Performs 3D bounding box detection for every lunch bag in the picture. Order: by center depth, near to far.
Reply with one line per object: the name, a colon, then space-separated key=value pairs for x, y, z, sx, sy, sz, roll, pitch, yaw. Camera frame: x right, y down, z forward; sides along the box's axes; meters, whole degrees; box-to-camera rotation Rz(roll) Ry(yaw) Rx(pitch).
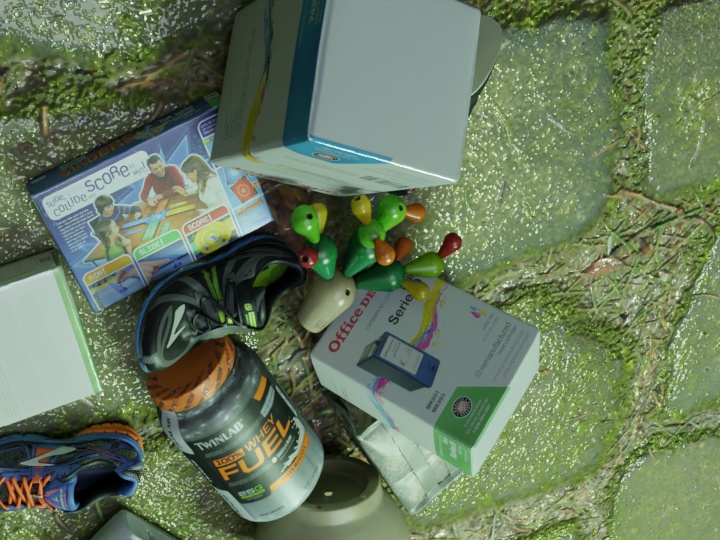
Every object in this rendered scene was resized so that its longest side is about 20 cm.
lunch bag: x=0.083 y=0.152 z=1.117 sx=0.199 sy=0.117 sz=0.165 roll=-38 pitch=129 yaw=-9

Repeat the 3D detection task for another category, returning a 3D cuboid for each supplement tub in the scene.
supplement tub: x=-0.131 y=0.159 z=1.008 sx=0.122 sy=0.123 sz=0.201 roll=-36 pitch=126 yaw=-5

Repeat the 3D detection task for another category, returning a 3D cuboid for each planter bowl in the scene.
planter bowl: x=-0.033 y=0.297 z=1.093 sx=0.196 sy=0.200 sz=0.138 roll=-10 pitch=111 yaw=-22

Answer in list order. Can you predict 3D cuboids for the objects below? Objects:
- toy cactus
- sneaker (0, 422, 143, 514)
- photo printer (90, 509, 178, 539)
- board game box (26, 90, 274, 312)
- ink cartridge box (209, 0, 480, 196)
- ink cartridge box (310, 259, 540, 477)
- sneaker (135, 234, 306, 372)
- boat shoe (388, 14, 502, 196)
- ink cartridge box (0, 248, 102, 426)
toy cactus: x=0.000 y=0.000 z=0.941 sx=0.198 sy=0.103 sz=0.166 roll=7 pitch=130 yaw=-48
sneaker: x=-0.312 y=0.208 z=0.970 sx=0.196 sy=0.078 sz=0.077 roll=-12 pitch=120 yaw=-21
photo printer: x=-0.276 y=0.384 z=1.086 sx=0.200 sy=0.070 sz=0.166 roll=-46 pitch=126 yaw=2
board game box: x=-0.193 y=-0.065 z=0.913 sx=0.197 sy=0.034 sz=0.137 roll=-28 pitch=125 yaw=-12
ink cartridge box: x=-0.019 y=-0.154 z=0.830 sx=0.144 sy=0.199 sz=0.149 roll=11 pitch=84 yaw=-30
ink cartridge box: x=0.068 y=0.092 z=0.999 sx=0.146 sy=0.198 sz=0.088 roll=-54 pitch=155 yaw=-20
sneaker: x=-0.134 y=0.030 z=0.934 sx=0.198 sy=0.082 sz=0.072 roll=-34 pitch=131 yaw=-31
boat shoe: x=0.076 y=-0.168 z=0.982 sx=0.203 sy=0.073 sz=0.063 roll=-56 pitch=161 yaw=-3
ink cartridge box: x=-0.357 y=0.082 z=0.900 sx=0.197 sy=0.048 sz=0.148 roll=-19 pitch=122 yaw=-16
